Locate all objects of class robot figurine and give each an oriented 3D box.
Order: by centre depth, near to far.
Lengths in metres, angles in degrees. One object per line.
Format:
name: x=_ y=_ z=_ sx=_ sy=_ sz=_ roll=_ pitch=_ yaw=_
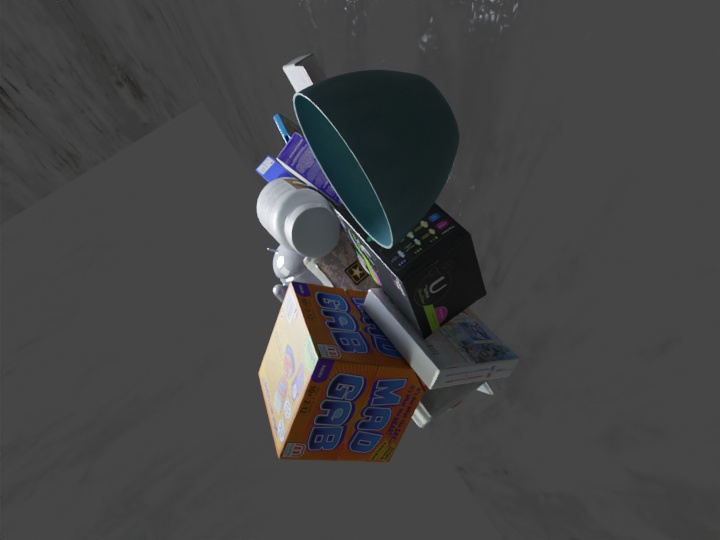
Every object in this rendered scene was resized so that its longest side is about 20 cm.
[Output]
robot figurine: x=-0.100 y=0.007 z=1.304 sx=0.200 sy=0.170 sz=0.113 roll=51 pitch=160 yaw=-22

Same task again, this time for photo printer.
photo printer: x=0.116 y=0.172 z=1.210 sx=0.201 sy=0.166 sz=0.070 roll=52 pitch=146 yaw=17

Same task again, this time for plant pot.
plant pot: x=0.033 y=-0.146 z=0.730 sx=0.201 sy=0.134 sz=0.200 roll=55 pitch=172 yaw=11

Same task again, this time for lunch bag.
lunch bag: x=0.000 y=0.000 z=1.222 sx=0.164 sy=0.117 sz=0.200 roll=49 pitch=-145 yaw=2

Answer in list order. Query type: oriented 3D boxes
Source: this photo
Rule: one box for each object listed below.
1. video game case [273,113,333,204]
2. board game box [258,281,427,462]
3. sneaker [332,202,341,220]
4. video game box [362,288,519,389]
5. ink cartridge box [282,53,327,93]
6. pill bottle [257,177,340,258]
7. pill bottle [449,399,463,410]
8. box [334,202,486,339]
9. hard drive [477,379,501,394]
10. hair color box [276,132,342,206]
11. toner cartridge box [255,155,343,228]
video game case: x=-0.118 y=-0.245 z=1.427 sx=0.201 sy=0.018 sz=0.143 roll=63 pitch=-167 yaw=8
board game box: x=-0.034 y=0.167 z=1.054 sx=0.201 sy=0.198 sz=0.201 roll=-67 pitch=28 yaw=26
sneaker: x=-0.036 y=-0.157 z=1.312 sx=0.114 sy=0.075 sz=0.200 roll=54 pitch=175 yaw=-2
video game box: x=0.127 y=0.099 z=1.030 sx=0.200 sy=0.181 sz=0.047 roll=49 pitch=129 yaw=41
ink cartridge box: x=-0.049 y=-0.265 z=1.082 sx=0.201 sy=0.045 sz=0.176 roll=59 pitch=173 yaw=-23
pill bottle: x=-0.110 y=-0.094 z=1.145 sx=0.115 sy=0.114 sz=0.200 roll=60 pitch=170 yaw=-27
pill bottle: x=0.174 y=0.227 z=1.440 sx=0.112 sy=0.112 sz=0.201 roll=50 pitch=169 yaw=37
box: x=0.075 y=-0.029 z=0.974 sx=0.200 sy=0.124 sz=0.149 roll=49 pitch=170 yaw=41
hard drive: x=0.201 y=0.153 z=1.291 sx=0.201 sy=0.026 sz=0.132 roll=57 pitch=172 yaw=1
hair color box: x=-0.048 y=-0.159 z=1.162 sx=0.199 sy=0.065 sz=0.109 roll=38 pitch=-178 yaw=3
toner cartridge box: x=-0.120 y=-0.145 z=1.310 sx=0.200 sy=0.043 sz=0.095 roll=42 pitch=-178 yaw=-40
